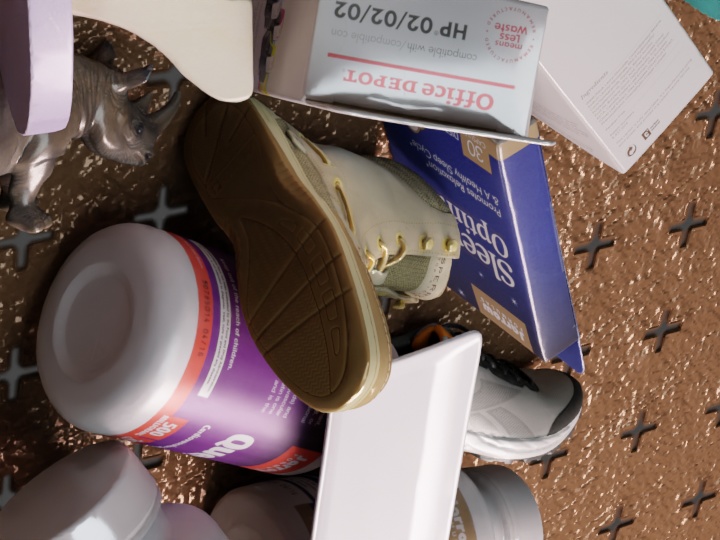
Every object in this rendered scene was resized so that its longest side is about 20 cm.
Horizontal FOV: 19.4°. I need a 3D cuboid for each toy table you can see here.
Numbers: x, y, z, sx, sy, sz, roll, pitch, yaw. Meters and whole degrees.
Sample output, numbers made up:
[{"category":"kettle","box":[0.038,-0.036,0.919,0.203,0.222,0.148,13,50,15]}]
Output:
[{"category":"toy table","box":[-0.106,-0.162,0.942,0.117,0.184,0.200,-8,129,-17]}]

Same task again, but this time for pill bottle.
[{"category":"pill bottle","box":[-0.070,0.049,1.148,0.200,0.112,0.112,19,105,-44]},{"category":"pill bottle","box":[-0.105,0.193,1.110,0.120,0.120,0.200,-38,111,-13]},{"category":"pill bottle","box":[0.013,0.174,1.301,0.200,0.111,0.111,-6,122,-36]}]

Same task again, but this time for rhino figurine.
[{"category":"rhino figurine","box":[-0.169,-0.066,1.027,0.200,0.060,0.088,-17,117,-35]}]

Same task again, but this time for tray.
[{"category":"tray","box":[0.010,0.126,1.171,0.107,0.022,0.200,-17,128,-35]}]

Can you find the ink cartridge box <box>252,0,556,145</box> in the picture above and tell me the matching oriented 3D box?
[{"category":"ink cartridge box","box":[0.015,-0.108,1.022,0.115,0.200,0.068,8,96,-18]}]

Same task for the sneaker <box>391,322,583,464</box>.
[{"category":"sneaker","box":[0.067,0.072,1.307,0.200,0.074,0.079,2,112,-40]}]

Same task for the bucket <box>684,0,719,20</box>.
[{"category":"bucket","box":[0.192,-0.241,1.108,0.135,0.207,0.207,-40,136,-2]}]

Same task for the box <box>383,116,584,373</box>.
[{"category":"box","box":[0.069,-0.028,1.202,0.032,0.121,0.200,-34,134,-18]}]

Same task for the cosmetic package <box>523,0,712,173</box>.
[{"category":"cosmetic package","box":[0.098,-0.152,1.154,0.085,0.108,0.200,-48,138,-3]}]

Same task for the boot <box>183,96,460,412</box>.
[{"category":"boot","box":[0.000,0.000,1.117,0.073,0.200,0.155,-45,142,22]}]
